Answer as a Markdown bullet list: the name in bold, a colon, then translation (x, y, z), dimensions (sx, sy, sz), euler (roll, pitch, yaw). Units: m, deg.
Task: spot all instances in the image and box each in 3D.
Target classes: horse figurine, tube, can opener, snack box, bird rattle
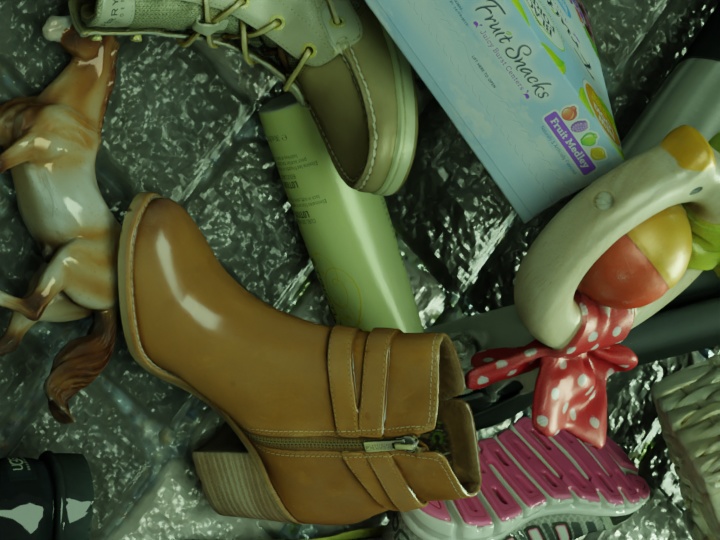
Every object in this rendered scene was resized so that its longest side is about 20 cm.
- **horse figurine**: translation (-0.160, -0.026, 1.369), dimensions (0.132, 0.050, 0.201), euler (-18, 96, -44)
- **tube**: translation (0.000, 0.000, 1.460), dimensions (0.052, 0.058, 0.201), euler (-16, 102, 15)
- **can opener**: translation (0.119, 0.037, 1.483), dimensions (0.066, 0.199, 0.053), euler (36, 41, -59)
- **snack box**: translation (0.059, -0.143, 1.404), dimensions (0.067, 0.200, 0.169), euler (-30, 115, 15)
- **bird rattle**: translation (0.130, -0.006, 1.375), dimensions (0.199, 0.113, 0.163), euler (-29, 151, 5)

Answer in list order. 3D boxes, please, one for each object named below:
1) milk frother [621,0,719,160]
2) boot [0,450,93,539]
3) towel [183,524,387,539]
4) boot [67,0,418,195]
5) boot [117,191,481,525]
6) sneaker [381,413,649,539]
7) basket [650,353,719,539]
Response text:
- **milk frother**: translation (0.256, -0.051, 1.526), dimensions (0.180, 0.200, 0.189), euler (43, 75, -30)
- **boot**: translation (-0.225, 0.178, 1.348), dimensions (0.167, 0.076, 0.201), euler (2, 108, -19)
- **towel**: translation (-0.042, 0.238, 1.486), dimensions (0.143, 0.023, 0.201), euler (1, 94, -30)
- **boot**: translation (-0.063, -0.122, 1.368), dimensions (0.154, 0.072, 0.201), euler (-4, 61, -30)
- **boot**: translation (-0.031, 0.044, 1.386), dimensions (0.077, 0.155, 0.201), euler (-45, 124, -53)
- **sneaker**: translation (0.079, 0.138, 1.517), dimensions (0.199, 0.074, 0.088), euler (-10, 141, -48)
- **basket**: translation (0.276, 0.099, 1.545), dimensions (0.199, 0.136, 0.124), euler (-24, 116, 0)
